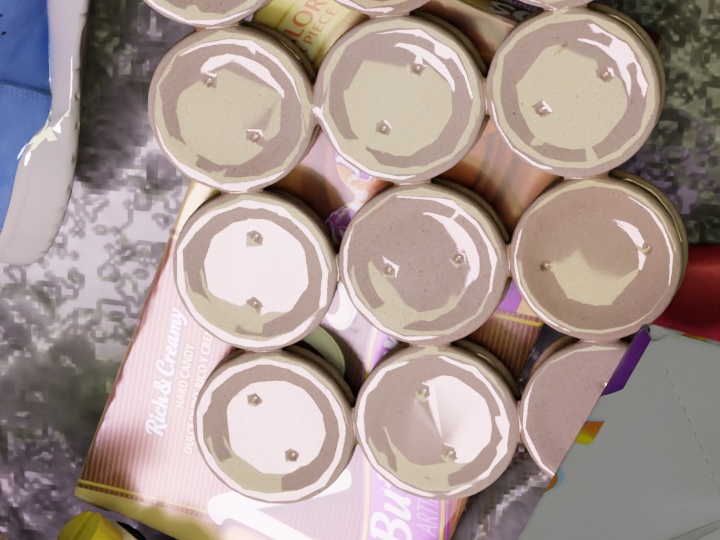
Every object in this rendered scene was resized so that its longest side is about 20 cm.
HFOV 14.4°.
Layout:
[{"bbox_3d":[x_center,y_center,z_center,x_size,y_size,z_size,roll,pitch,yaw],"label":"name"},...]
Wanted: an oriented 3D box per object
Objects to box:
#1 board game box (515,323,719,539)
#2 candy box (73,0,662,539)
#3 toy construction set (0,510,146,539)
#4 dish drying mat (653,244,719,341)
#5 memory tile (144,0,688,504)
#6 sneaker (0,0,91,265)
[{"bbox_3d":[0.122,0.125,0.807,0.103,0.105,0.200,16,148,31],"label":"board game box"},{"bbox_3d":[0.000,0.000,0.871,0.117,0.056,0.200,23,111,1],"label":"candy box"},{"bbox_3d":[-0.096,0.148,0.896,0.131,0.092,0.200,-46,139,-10],"label":"toy construction set"},{"bbox_3d":[0.179,0.026,0.869,0.200,0.018,0.077,-2,107,12],"label":"dish drying mat"},{"bbox_3d":[0.016,-0.027,0.820,0.153,0.017,0.200,-3,108,11],"label":"memory tile"},{"bbox_3d":[-0.132,-0.080,0.818,0.111,0.077,0.200,6,143,-7],"label":"sneaker"}]
